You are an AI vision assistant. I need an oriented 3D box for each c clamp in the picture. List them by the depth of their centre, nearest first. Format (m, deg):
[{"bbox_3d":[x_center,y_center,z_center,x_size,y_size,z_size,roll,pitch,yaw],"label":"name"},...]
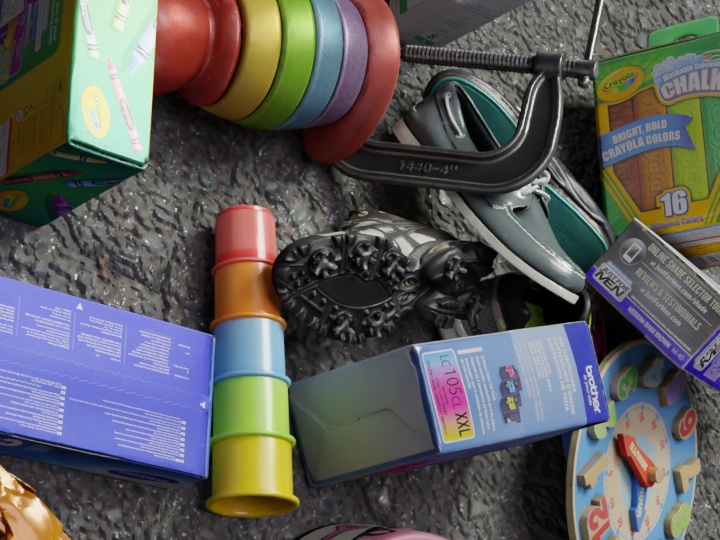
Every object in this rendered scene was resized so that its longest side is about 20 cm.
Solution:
[{"bbox_3d":[0.073,-0.130,1.315,0.027,0.199,0.172,61,34,-63],"label":"c clamp"}]

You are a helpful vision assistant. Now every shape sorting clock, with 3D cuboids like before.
[{"bbox_3d":[0.208,0.152,1.382,0.200,0.039,0.201,-8,100,-50],"label":"shape sorting clock"}]

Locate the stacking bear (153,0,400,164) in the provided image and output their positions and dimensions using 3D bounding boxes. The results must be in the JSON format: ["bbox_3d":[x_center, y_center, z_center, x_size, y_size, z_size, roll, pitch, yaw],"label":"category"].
[{"bbox_3d":[-0.084,-0.147,1.225,0.199,0.114,0.122,3,72,-36],"label":"stacking bear"}]

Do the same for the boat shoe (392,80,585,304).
[{"bbox_3d":[0.100,-0.059,1.310,0.200,0.062,0.073,50,12,31],"label":"boat shoe"}]

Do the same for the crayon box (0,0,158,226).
[{"bbox_3d":[-0.179,-0.142,1.125,0.058,0.119,0.201,17,64,-36],"label":"crayon box"}]

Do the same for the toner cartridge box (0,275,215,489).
[{"bbox_3d":[-0.181,0.065,1.099,0.199,0.043,0.095,18,64,-35],"label":"toner cartridge box"}]

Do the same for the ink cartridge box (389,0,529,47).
[{"bbox_3d":[0.099,-0.272,1.363,0.050,0.200,0.162,15,65,-36],"label":"ink cartridge box"}]

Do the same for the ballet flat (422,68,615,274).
[{"bbox_3d":[0.122,-0.078,1.412,0.200,0.073,0.073,47,49,-10],"label":"ballet flat"}]

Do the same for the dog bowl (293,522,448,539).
[{"bbox_3d":[0.023,0.257,1.188,0.200,0.074,0.201,17,64,-37],"label":"dog bowl"}]

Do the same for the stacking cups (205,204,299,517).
[{"bbox_3d":[-0.069,0.057,1.195,0.060,0.060,0.201,17,61,-36],"label":"stacking cups"}]

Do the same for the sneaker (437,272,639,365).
[{"bbox_3d":[0.153,0.047,1.370,0.199,0.087,0.074,19,62,-36],"label":"sneaker"}]

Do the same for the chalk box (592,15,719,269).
[{"bbox_3d":[0.267,-0.113,1.485,0.124,0.124,0.201,25,57,-58],"label":"chalk box"}]

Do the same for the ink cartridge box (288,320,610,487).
[{"bbox_3d":[0.072,0.088,1.250,0.199,0.136,0.077,-8,81,-42],"label":"ink cartridge box"}]

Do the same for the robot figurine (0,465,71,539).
[{"bbox_3d":[-0.191,0.195,1.033,0.200,0.058,0.145,51,49,-14],"label":"robot figurine"}]

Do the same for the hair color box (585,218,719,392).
[{"bbox_3d":[0.259,0.039,1.406,0.109,0.065,0.200,46,8,31],"label":"hair color box"}]

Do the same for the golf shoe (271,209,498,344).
[{"bbox_3d":[0.000,0.000,1.260,0.200,0.094,0.078,5,109,-47],"label":"golf shoe"}]
